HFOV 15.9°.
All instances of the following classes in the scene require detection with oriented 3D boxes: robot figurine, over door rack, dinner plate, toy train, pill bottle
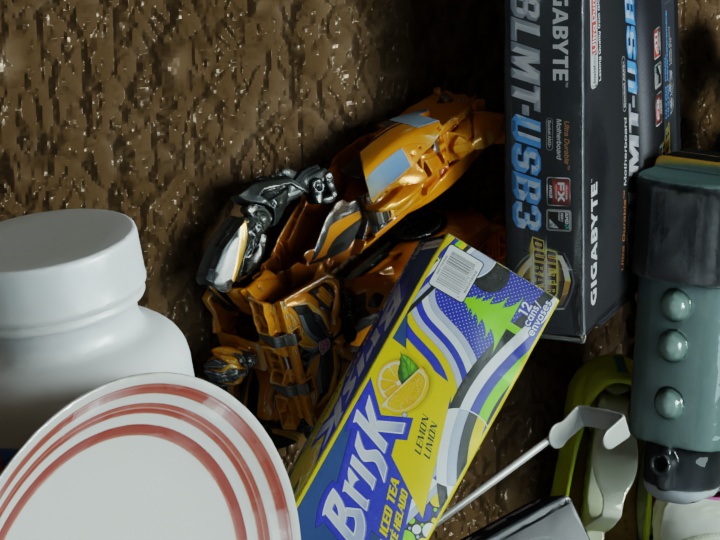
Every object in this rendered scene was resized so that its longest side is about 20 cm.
[{"bbox_3d":[0.000,0.000,1.263,0.200,0.058,0.145,-40,129,-36],"label":"robot figurine"},{"bbox_3d":[0.059,0.172,1.346,0.199,0.067,0.148,-27,119,-18],"label":"over door rack"},{"bbox_3d":[-0.098,0.139,1.045,0.200,0.024,0.201,-13,108,-46],"label":"dinner plate"},{"bbox_3d":[0.185,0.025,1.364,0.114,0.085,0.201,-16,114,-55],"label":"toy train"},{"bbox_3d":[-0.122,0.081,1.109,0.112,0.112,0.201,-26,115,-42],"label":"pill bottle"}]

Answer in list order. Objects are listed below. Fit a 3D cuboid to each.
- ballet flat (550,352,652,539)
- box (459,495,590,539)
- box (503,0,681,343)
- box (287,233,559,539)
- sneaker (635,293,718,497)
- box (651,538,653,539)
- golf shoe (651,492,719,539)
[{"bbox_3d":[0.132,0.146,1.429,0.066,0.067,0.201,5,91,-6],"label":"ballet flat"},{"bbox_3d":[0.072,0.234,1.263,0.161,0.049,0.201,-26,92,-16],"label":"box"},{"bbox_3d":[0.123,-0.084,1.343,0.198,0.049,0.201,-36,126,-66],"label":"box"},{"bbox_3d":[0.012,0.084,1.191,0.064,0.070,0.201,31,83,-8],"label":"box"},{"bbox_3d":[0.211,0.040,1.501,0.087,0.073,0.201,-14,102,-59],"label":"sneaker"},{"bbox_3d":[0.241,0.192,1.531,0.200,0.112,0.102,-44,127,-35],"label":"box"},{"bbox_3d":[0.252,0.144,1.433,0.199,0.092,0.075,-5,143,-25],"label":"golf shoe"}]
